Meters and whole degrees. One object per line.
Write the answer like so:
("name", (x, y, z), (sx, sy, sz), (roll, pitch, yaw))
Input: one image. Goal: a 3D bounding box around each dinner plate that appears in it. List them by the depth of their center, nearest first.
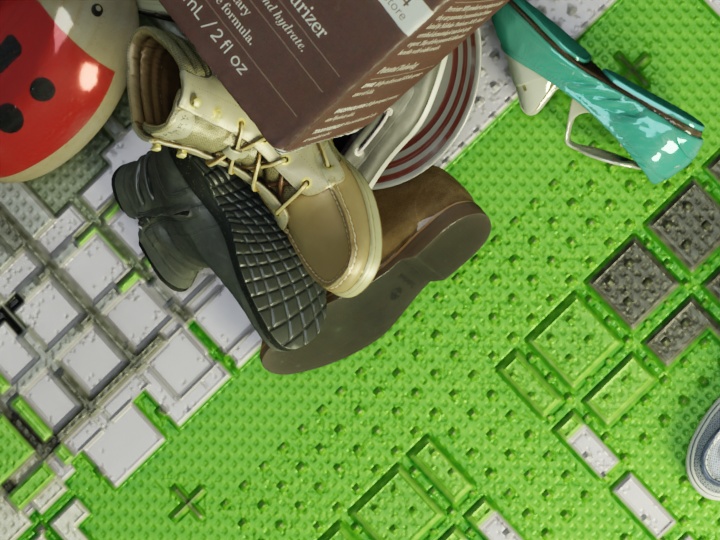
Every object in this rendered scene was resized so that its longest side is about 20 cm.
("dinner plate", (0.003, -0.161, 1.454), (0.198, 0.024, 0.203), (3, 97, 27))

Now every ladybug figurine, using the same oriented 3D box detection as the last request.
("ladybug figurine", (-0.248, -0.148, 1.452), (0.136, 0.072, 0.200), (48, 110, 18))

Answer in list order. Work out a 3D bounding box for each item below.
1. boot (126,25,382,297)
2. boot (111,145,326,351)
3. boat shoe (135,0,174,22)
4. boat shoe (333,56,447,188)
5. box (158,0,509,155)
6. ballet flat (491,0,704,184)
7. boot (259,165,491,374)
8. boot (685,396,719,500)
("boot", (-0.074, -0.075, 1.332), (0.073, 0.155, 0.201), (-39, 58, 30))
("boot", (-0.105, -0.015, 1.437), (0.067, 0.131, 0.201), (-20, 77, -36))
("boat shoe", (-0.089, -0.218, 1.448), (0.198, 0.076, 0.075), (5, 91, 23))
("boat shoe", (-0.001, -0.108, 1.406), (0.057, 0.067, 0.201), (14, 116, -35))
("box", (-0.006, -0.207, 1.280), (0.200, 0.164, 0.166), (-41, 84, 22))
("ballet flat", (0.158, -0.131, 1.447), (0.199, 0.067, 0.071), (37, 104, 8))
("boot", (0.000, 0.000, 1.459), (0.199, 0.074, 0.076), (-38, 58, 3))
("boot", (0.316, 0.091, 1.405), (0.200, 0.090, 0.073), (-42, 84, 1))
